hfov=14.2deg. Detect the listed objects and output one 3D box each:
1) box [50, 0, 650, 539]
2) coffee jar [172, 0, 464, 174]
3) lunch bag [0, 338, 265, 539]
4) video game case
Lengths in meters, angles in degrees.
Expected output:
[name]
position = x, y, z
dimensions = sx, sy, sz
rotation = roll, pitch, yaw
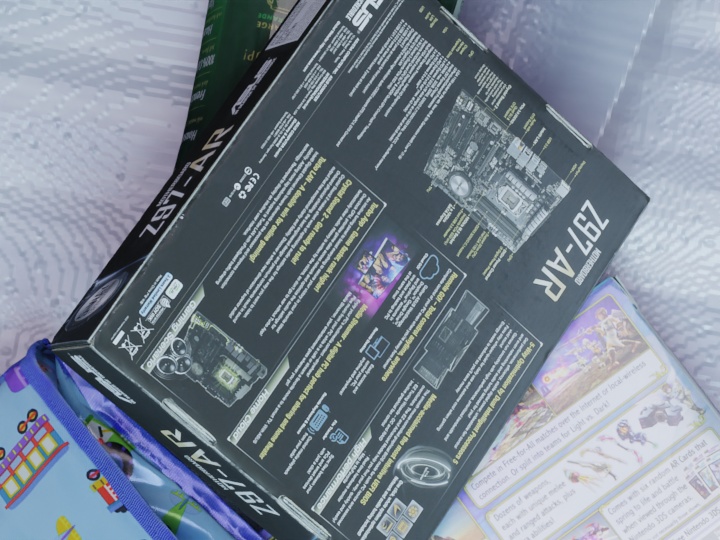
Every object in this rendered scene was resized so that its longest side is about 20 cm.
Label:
[box]
position = 0.000, 0.000, 1.127
dimensions = 0.160, 0.044, 0.200
rotation = 40, 70, -19
[coffee jar]
position = -0.030, -0.042, 1.190
dimensions = 0.104, 0.085, 0.200
rotation = 18, 78, -11
[lunch bag]
position = -0.123, 0.137, 1.141
dimensions = 0.200, 0.094, 0.151
rotation = 45, 105, 16
[video game case]
position = 0.077, 0.133, 1.179
dimensions = 0.200, 0.045, 0.181
rotation = -35, 82, -7
